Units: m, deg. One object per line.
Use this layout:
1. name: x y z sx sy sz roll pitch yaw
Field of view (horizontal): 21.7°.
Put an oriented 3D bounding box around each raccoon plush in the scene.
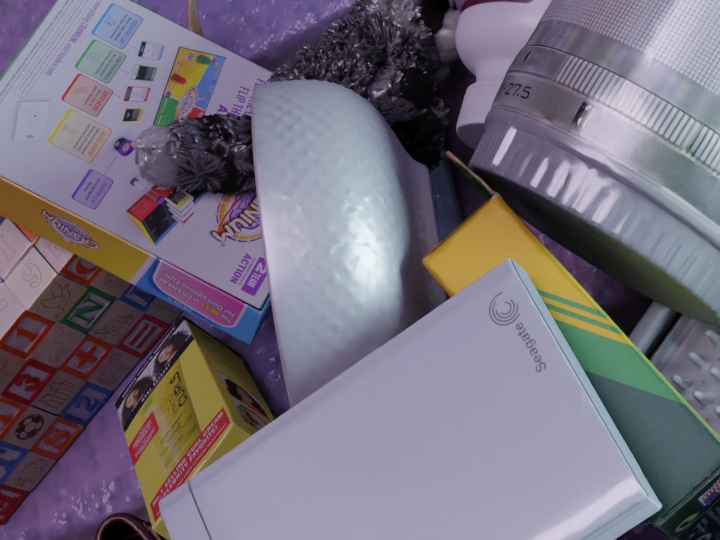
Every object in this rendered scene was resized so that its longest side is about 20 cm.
1. raccoon plush: -0.029 -0.121 1.067 0.199 0.097 0.134 3 52 -12

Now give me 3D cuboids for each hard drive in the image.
1. hard drive: 0.015 0.102 0.819 0.200 0.027 0.132 -35 56 11

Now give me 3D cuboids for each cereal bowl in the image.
1. cereal bowl: 0.000 0.000 0.952 0.083 0.200 0.201 -7 67 1

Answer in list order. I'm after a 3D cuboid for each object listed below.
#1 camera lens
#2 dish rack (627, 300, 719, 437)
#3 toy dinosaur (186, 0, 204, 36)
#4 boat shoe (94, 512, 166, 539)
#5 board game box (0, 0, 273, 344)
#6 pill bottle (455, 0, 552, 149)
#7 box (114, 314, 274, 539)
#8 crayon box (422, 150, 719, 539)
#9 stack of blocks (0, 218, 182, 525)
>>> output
1. camera lens: 0.164 -0.096 0.905 0.160 0.160 0.200 30 87 34
2. dish rack: 0.220 0.057 0.939 0.171 0.044 0.200 38 94 33
3. toy dinosaur: -0.086 -0.072 1.169 0.101 0.058 0.200 -31 67 1
4. boat shoe: -0.104 0.229 1.049 0.070 0.070 0.200 -27 62 -4
5. board game box: -0.115 -0.067 1.089 0.199 0.040 0.153 28 59 3
6. pill bottle: 0.116 -0.160 1.033 0.113 0.113 0.201 9 78 32
7. box: -0.089 0.092 1.042 0.075 0.050 0.200 -52 20 5
8. crayon box: 0.104 0.042 0.895 0.051 0.127 0.200 -42 65 4
9. stack of blocks: -0.208 0.055 1.150 0.200 0.115 0.059 -50 56 7
